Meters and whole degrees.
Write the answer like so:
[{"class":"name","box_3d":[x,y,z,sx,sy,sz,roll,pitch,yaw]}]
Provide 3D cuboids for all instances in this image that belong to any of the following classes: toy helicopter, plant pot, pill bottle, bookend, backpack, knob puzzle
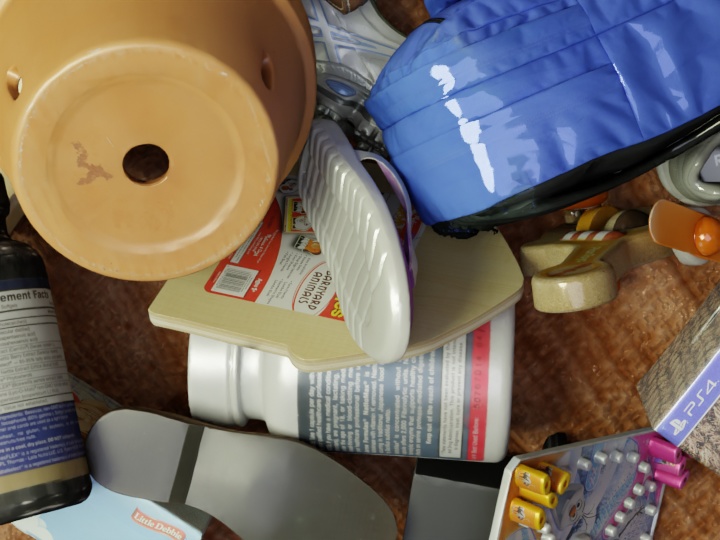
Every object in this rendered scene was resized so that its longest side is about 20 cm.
[{"class":"toy helicopter","box_3d":[0.154,-0.008,0.853,0.132,0.200,0.079,-4,102,23]},{"class":"plant pot","box_3d":[-0.117,-0.086,0.795,0.200,0.140,0.200,-4,121,-7]},{"class":"pill bottle","box_3d":[-0.004,0.059,0.922,0.200,0.120,0.120,2,102,4]},{"class":"bookend","box_3d":[0.024,0.199,0.965,0.200,0.092,0.199,9,101,4]},{"class":"pill bottle","box_3d":[-0.229,0.048,0.836,0.112,0.112,0.200,-14,86,7]},{"class":"backpack","box_3d":[0.100,-0.117,0.838,0.200,0.163,0.168,-29,90,-10]},{"class":"knob puzzle","box_3d":[0.000,0.000,0.875,0.219,0.220,0.030,2,129,4]}]

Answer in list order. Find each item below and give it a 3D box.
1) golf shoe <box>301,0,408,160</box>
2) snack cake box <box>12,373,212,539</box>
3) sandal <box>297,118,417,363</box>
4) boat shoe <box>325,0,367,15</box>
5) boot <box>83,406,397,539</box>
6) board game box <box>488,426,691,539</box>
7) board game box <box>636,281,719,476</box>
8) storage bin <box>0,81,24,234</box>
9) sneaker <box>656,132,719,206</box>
[{"class":"golf shoe","box_3d":[-0.038,-0.157,0.914,0.200,0.078,0.097,32,84,-7]},{"class":"snack cake box","box_3d":[-0.193,0.126,0.954,0.200,0.115,0.067,33,103,-3]},{"class":"sandal","box_3d":[0.007,-0.029,0.826,0.050,0.203,0.083,-4,128,-16]},{"class":"boat shoe","box_3d":[-0.076,-0.215,0.871,0.200,0.076,0.072,42,79,17]},{"class":"boot","box_3d":[-0.072,0.129,0.903,0.200,0.075,0.074,22,90,-5]},{"class":"board game box","box_3d":[0.138,0.204,0.910,0.026,0.200,0.200,19,103,38]},{"class":"board game box","box_3d":[0.306,0.081,0.914,0.200,0.097,0.159,34,103,-4]},{"class":"storage bin","box_3d":[-0.261,-0.142,0.912,0.199,0.094,0.200,37,103,-4]},{"class":"sneaker","box_3d":[0.285,-0.081,0.882,0.200,0.092,0.076,-21,100,9]}]
